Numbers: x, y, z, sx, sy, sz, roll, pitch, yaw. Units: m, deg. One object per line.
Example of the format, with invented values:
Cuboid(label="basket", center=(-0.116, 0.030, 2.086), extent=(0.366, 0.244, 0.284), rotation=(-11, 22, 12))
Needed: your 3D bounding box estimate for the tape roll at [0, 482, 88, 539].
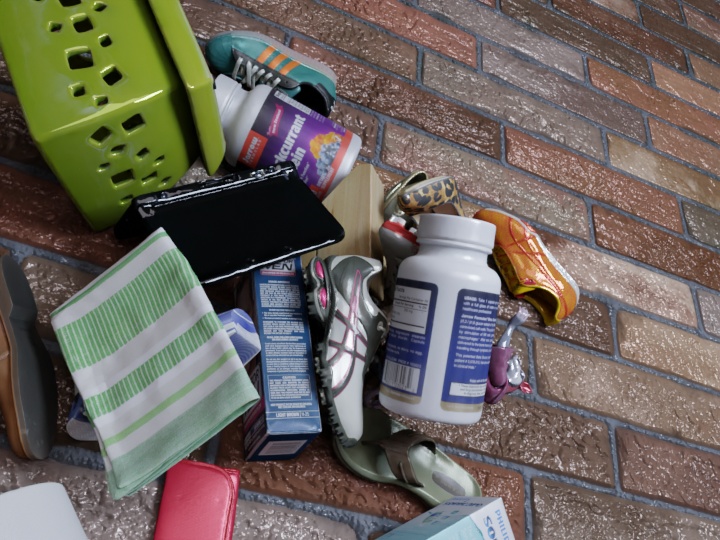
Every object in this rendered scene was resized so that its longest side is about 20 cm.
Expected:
Cuboid(label="tape roll", center=(-0.277, 0.265, 0.473), extent=(0.201, 0.203, 0.140), rotation=(-24, 74, -35))

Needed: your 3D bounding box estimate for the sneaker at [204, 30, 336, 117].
Cuboid(label="sneaker", center=(-0.123, -0.271, 0.956), extent=(0.197, 0.072, 0.081), rotation=(13, 52, -21))

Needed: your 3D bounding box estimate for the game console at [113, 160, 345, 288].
Cuboid(label="game console", center=(-0.150, -0.042, 0.759), extent=(0.198, 0.175, 0.118), rotation=(-19, 87, -34))

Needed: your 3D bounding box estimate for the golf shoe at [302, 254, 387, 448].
Cuboid(label="golf shoe", center=(-0.008, 0.081, 0.711), extent=(0.086, 0.077, 0.204), rotation=(-7, 82, -4))

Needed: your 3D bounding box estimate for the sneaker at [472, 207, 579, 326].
Cuboid(label="sneaker", center=(0.233, -0.009, 0.981), extent=(0.077, 0.073, 0.200), rotation=(-38, 80, -28))

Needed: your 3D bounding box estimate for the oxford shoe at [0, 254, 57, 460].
Cuboid(label="oxford shoe", center=(-0.341, 0.090, 0.645), extent=(0.070, 0.072, 0.202), rotation=(-22, 71, -5))

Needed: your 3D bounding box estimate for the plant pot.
Cuboid(label="plant pot", center=(-0.256, -0.192, 0.730), extent=(0.179, 0.200, 0.202), rotation=(-21, 72, -13))

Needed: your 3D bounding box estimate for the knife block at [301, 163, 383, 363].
Cuboid(label="knife block", center=(0.000, 0.000, 0.806), extent=(0.200, 0.064, 0.175), rotation=(-46, 66, -3))

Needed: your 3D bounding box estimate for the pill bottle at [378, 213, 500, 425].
Cuboid(label="pill bottle", center=(0.086, 0.048, 0.708), extent=(0.109, 0.111, 0.204), rotation=(9, 90, -21))

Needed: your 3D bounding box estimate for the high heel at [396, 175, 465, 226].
Cuboid(label="high heel", center=(0.106, -0.046, 0.886), extent=(0.199, 0.070, 0.145), rotation=(-15, 92, -64))

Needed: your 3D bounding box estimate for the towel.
Cuboid(label="towel", center=(-0.193, 0.076, 0.605), extent=(0.152, 0.023, 0.201), rotation=(-36, 62, 3))

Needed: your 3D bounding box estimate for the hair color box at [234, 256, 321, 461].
Cuboid(label="hair color box", center=(-0.094, 0.091, 0.734), extent=(0.059, 0.100, 0.203), rotation=(4, 59, -23))

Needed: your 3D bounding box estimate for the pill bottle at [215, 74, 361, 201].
Cuboid(label="pill bottle", center=(-0.108, -0.167, 0.876), extent=(0.198, 0.112, 0.113), rotation=(26, 53, -10))

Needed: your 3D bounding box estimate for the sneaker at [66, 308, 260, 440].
Cuboid(label="sneaker", center=(-0.208, 0.070, 0.670), extent=(0.197, 0.081, 0.116), rotation=(-27, 60, 1))

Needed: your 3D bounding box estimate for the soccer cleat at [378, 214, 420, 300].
Cuboid(label="soccer cleat", center=(0.059, -0.002, 0.822), extent=(0.068, 0.200, 0.086), rotation=(31, 88, 22))

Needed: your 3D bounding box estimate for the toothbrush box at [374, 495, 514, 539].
Cuboid(label="toothbrush box", center=(0.069, 0.330, 0.663), extent=(0.197, 0.085, 0.149), rotation=(-16, 84, -32))

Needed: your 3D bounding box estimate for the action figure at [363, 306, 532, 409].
Cuboid(label="action figure", center=(0.120, 0.114, 0.808), extent=(0.197, 0.134, 0.151), rotation=(25, 54, -8))

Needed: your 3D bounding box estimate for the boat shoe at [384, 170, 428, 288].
Cuboid(label="boat shoe", center=(0.043, -0.056, 0.915), extent=(0.073, 0.063, 0.202), rotation=(34, 52, -4))

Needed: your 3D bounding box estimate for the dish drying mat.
Cuboid(label="dish drying mat", center=(-0.161, 0.283, 0.637), extent=(0.076, 0.018, 0.203), rotation=(14, 56, -18))

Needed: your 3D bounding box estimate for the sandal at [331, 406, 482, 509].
Cuboid(label="sandal", center=(0.060, 0.211, 0.766), extent=(0.199, 0.057, 0.081), rotation=(29, 53, -9))
